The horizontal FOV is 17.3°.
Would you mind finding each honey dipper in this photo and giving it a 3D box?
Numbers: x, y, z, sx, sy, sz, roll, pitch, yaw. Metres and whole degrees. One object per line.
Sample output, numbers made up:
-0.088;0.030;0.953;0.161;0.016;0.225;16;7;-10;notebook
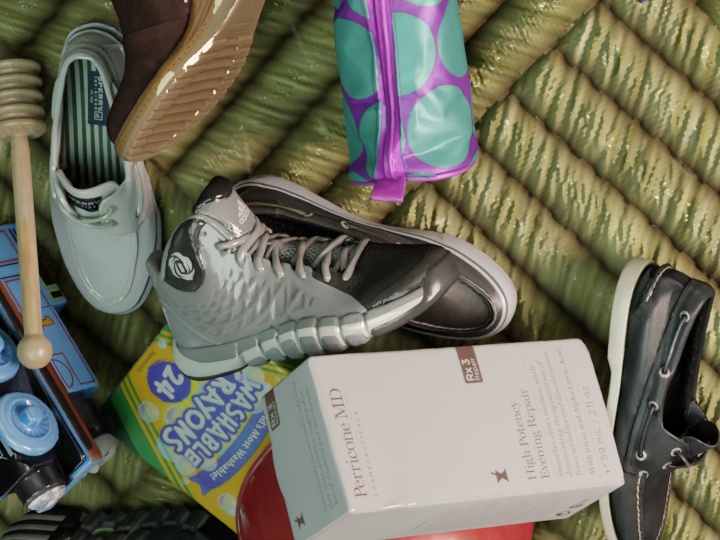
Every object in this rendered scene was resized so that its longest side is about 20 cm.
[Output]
-0.215;-0.035;1.513;0.038;0.038;0.200;-10;78;20;honey dipper

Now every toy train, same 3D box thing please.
-0.232;0.063;1.543;0.087;0.114;0.200;-45;71;36;toy train

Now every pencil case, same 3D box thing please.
0.019;-0.150;1.419;0.085;0.092;0.200;-2;112;17;pencil case

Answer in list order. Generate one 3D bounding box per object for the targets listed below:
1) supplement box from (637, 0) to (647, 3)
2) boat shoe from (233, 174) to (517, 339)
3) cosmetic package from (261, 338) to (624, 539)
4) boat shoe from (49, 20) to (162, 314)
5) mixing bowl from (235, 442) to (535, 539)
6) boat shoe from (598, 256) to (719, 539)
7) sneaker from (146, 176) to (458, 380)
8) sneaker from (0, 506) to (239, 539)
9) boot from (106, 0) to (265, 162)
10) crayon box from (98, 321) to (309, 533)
0.215;-0.266;1.250;0.200;0.200;0.134;-26;104;24;supplement box
0.000;0.000;1.507;0.200;0.057;0.069;21;116;7;boat shoe
0.050;0.103;1.432;0.074;0.200;0.102;-41;59;51;cosmetic package
-0.174;-0.058;1.526;0.074;0.067;0.200;-1;112;12;boat shoe
0.023;0.190;1.515;0.200;0.108;0.200;-3;128;-4;mixing bowl
0.192;0.092;1.481;0.066;0.075;0.199;10;106;25;boat shoe
-0.047;-0.009;1.436;0.200;0.075;0.116;-17;106;26;sneaker
-0.150;0.228;1.646;0.200;0.075;0.116;3;119;29;sneaker
-0.138;-0.186;1.448;0.166;0.072;0.200;40;110;21;boot
-0.061;0.110;1.576;0.200;0.052;0.126;38;118;-2;crayon box
